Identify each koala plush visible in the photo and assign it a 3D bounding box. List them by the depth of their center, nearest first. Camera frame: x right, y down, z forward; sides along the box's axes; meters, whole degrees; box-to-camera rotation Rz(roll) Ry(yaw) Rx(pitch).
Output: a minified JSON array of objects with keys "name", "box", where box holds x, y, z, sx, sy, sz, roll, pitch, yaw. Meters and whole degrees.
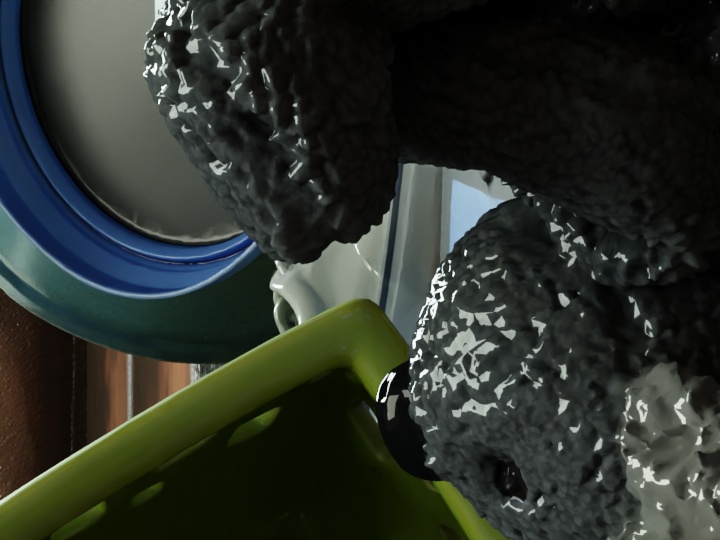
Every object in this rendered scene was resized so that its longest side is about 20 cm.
[{"name":"koala plush","box":[0.062,-0.004,0.757,0.177,0.183,0.201,-98,-12,-84]}]

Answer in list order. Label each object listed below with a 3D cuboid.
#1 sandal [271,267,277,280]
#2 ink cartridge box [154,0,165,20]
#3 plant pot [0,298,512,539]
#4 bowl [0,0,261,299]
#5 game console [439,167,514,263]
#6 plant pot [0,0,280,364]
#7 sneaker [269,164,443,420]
[{"name":"sandal","box":[-0.005,-0.007,1.296,0.078,0.069,0.212,114,154,-67]},{"name":"ink cartridge box","box":[0.000,-0.175,1.052,0.083,0.146,0.201,140,130,-79]},{"name":"plant pot","box":[-0.033,0.145,0.953,0.199,0.200,0.181,58,174,4]},{"name":"bowl","box":[-0.092,-0.089,1.283,0.200,0.039,0.201,11,109,35]},{"name":"game console","box":[0.057,0.035,1.054,0.177,0.031,0.201,-137,47,-77]},{"name":"plant pot","box":[-0.074,-0.095,1.404,0.200,0.200,0.196,-102,24,-51]},{"name":"sneaker","box":[0.000,0.000,1.181,0.073,0.071,0.200,85,-169,-48]}]
